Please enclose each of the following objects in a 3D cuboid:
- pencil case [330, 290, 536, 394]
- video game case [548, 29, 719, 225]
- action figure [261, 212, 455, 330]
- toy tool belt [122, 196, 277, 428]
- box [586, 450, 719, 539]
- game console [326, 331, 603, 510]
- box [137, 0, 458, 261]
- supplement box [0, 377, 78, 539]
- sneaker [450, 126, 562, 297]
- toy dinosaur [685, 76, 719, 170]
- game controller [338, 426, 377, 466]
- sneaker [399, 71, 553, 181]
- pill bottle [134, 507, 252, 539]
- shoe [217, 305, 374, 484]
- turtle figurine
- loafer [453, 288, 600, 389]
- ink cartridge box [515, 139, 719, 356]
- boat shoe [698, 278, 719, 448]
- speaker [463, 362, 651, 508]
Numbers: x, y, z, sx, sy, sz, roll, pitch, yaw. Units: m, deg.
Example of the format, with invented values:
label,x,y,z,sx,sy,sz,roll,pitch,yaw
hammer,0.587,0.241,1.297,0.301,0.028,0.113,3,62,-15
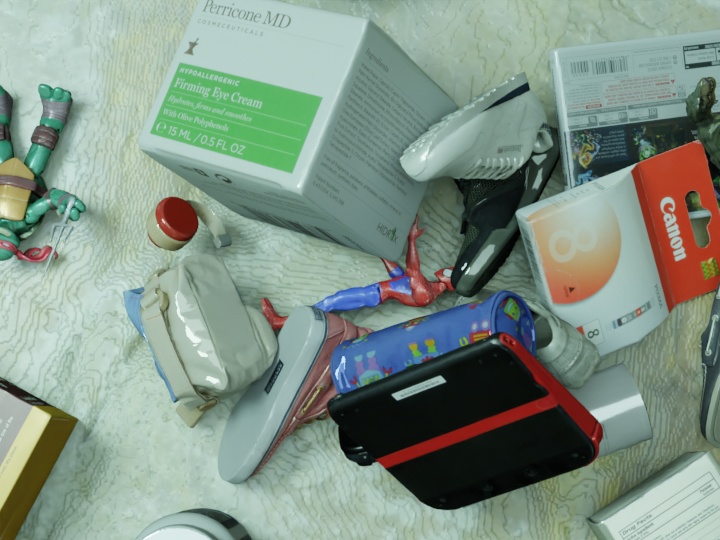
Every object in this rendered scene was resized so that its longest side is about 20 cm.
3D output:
label,x,y,z,sx,sy,sz,roll,pitch,yaw
pencil case,0.069,0.081,1.418,0.199,0.078,0.087,-18,99,36
video game case,0.291,-0.137,1.541,0.199,0.023,0.183,-8,93,-12
action figure,0.000,0.000,1.542,0.199,0.065,0.100,-7,92,0
toy tool belt,-0.177,0.043,1.515,0.123,0.125,0.201,-36,75,41
box,0.323,0.287,1.481,0.128,0.109,0.201,-32,83,-2
game console,0.095,0.137,1.385,0.199,0.031,0.177,-25,124,31
box,-0.054,-0.136,1.461,0.198,0.200,0.172,17,80,32
supplement box,-0.413,0.179,1.495,0.199,0.133,0.198,28,85,4
sneaker,0.114,-0.073,1.540,0.114,0.076,0.200,25,74,8
toy dinosaur,0.370,-0.121,1.522,0.088,0.047,0.200,-47,120,-25
game controller,0.075,0.132,1.492,0.199,0.104,0.042,-17,113,1
sneaker,0.114,-0.118,1.446,0.200,0.076,0.081,-34,99,-44
pill bottle,-0.157,0.279,1.444,0.113,0.200,0.114,0,83,1
shoe,-0.059,0.131,1.525,0.091,0.072,0.201,19,109,-31
turtle figurine,-0.345,-0.085,1.543,0.149,0.101,0.201,9,68,-12
loafer,0.146,0.053,1.476,0.070,0.200,0.070,37,82,-33
ink cartridge box,0.265,-0.015,1.510,0.199,0.050,0.163,-21,111,-4
boat shoe,0.368,0.073,1.539,0.072,0.063,0.201,11,96,-34
speaker,0.178,0.159,1.513,0.199,0.081,0.082,-20,83,-1
